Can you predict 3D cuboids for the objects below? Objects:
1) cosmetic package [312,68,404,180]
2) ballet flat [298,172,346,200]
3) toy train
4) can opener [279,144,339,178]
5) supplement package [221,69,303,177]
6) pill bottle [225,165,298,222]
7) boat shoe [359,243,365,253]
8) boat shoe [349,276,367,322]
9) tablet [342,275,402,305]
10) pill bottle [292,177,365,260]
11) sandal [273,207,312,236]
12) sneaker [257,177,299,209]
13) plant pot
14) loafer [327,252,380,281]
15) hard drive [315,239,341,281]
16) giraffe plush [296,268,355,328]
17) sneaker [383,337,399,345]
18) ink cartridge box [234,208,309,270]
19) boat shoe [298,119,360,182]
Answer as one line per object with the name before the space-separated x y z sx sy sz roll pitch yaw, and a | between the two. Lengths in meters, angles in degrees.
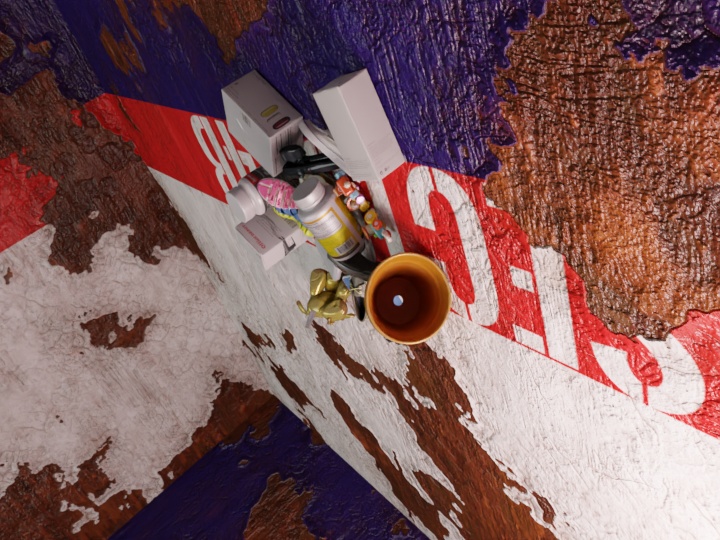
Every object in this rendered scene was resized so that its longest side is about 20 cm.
cosmetic package | -0.003 -0.290 1.197 0.107 0.084 0.203 14 135 55
ballet flat | -0.111 -0.231 1.504 0.198 0.069 0.074 30 -171 41
toy train | -0.002 -0.138 1.371 0.202 0.055 0.150 54 -170 -7
can opener | -0.116 -0.260 1.428 0.196 0.065 0.079 8 158 36
supplement package | -0.249 -0.378 1.518 0.200 0.110 0.157 45 157 17
pill bottle | -0.273 -0.231 1.659 0.114 0.199 0.115 40 155 24
boat shoe | -0.067 -0.120 1.548 0.200 0.075 0.068 45 178 4
boat shoe | 0.003 0.054 1.621 0.071 0.060 0.205 19 138 34
tablet | 0.037 0.058 1.655 0.198 0.014 0.132 -12 115 53
pill bottle | -0.078 -0.126 1.426 0.108 0.110 0.201 21 155 51
sandal | -0.189 -0.187 1.730 0.198 0.079 0.088 33 147 24
sneaker | -0.196 -0.212 1.601 0.087 0.196 0.075 44 118 51
plant pot | 0.099 0.069 1.399 0.202 0.199 0.183 52 173 0
loafer | 0.000 0.000 1.528 0.196 0.073 0.064 22 137 1
hard drive | -0.092 -0.049 1.675 0.134 0.026 0.200 63 171 8
giraffe plush | -0.089 0.106 1.867 0.171 0.202 0.162 36 -179 27
sneaker | 0.127 0.166 1.594 0.075 0.080 0.200 53 157 -2
ink cartridge box | -0.260 -0.120 1.791 0.144 0.199 0.085 41 155 25
boat shoe | -0.056 -0.286 1.328 0.200 0.066 0.072 44 -168 17
